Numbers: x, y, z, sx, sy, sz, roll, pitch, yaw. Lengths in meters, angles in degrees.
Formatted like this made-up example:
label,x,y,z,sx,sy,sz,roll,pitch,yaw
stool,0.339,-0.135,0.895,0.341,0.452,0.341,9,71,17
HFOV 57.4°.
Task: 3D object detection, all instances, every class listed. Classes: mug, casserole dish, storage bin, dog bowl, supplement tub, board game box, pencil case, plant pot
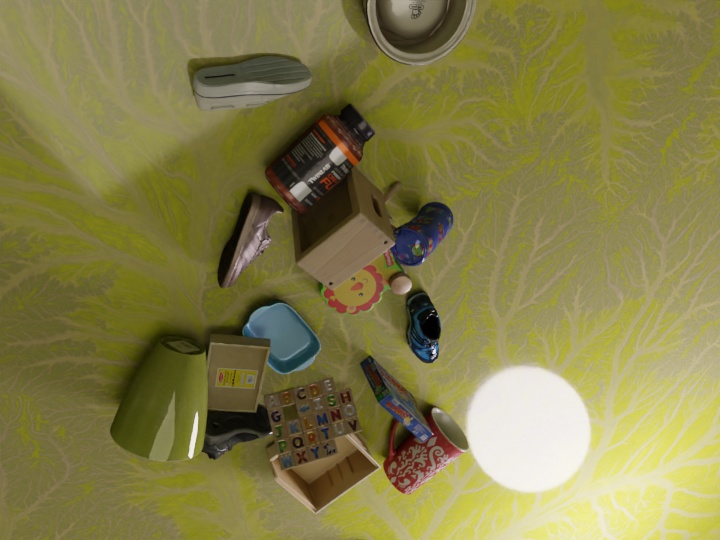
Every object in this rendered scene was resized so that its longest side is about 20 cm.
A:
label,x,y,z,sx,sy,sz,roll,pitch,yaw
mug,0.149,0.452,1.688,0.200,0.178,0.133,-47,162,16
casserole dish,-0.168,0.137,1.395,0.121,0.039,0.200,-34,126,2
storage bin,-0.091,0.454,1.589,0.199,0.094,0.199,-35,127,3
dog bowl,0.092,-0.456,1.105,0.198,0.074,0.202,-11,124,-16
supplement tub,-0.069,-0.205,1.177,0.200,0.107,0.107,-42,126,8
board game box,0.085,0.302,1.539,0.034,0.136,0.200,-38,127,6
pencil case,0.119,-0.074,1.292,0.086,0.200,0.079,3,111,24
plant pot,-0.379,0.240,1.307,0.186,0.187,0.202,12,100,-28

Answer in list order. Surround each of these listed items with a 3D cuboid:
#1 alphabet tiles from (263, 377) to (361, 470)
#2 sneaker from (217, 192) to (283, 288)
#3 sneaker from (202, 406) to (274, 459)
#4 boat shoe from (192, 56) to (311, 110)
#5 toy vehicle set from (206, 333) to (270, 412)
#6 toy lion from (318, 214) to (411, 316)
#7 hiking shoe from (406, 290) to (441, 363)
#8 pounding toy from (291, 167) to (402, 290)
label,x,y,z,sx,sy,sz,roll,pitch,yaw
alphabet tiles,-0.103,0.342,1.492,0.198,0.169,0.008,-13,166,-13
sneaker,-0.208,-0.046,1.244,0.075,0.071,0.201,14,115,-29
sneaker,-0.283,0.363,1.474,0.198,0.077,0.114,-2,145,-40
boat shoe,-0.182,-0.309,1.102,0.198,0.074,0.067,-7,150,-18
toy vehicle set,-0.266,0.220,1.386,0.123,0.027,0.201,7,126,-15
toy lion,0.000,0.000,1.368,0.190,0.069,0.201,-18,125,-1
hiking shoe,0.147,0.147,1.496,0.074,0.087,0.201,-21,126,-8
pounding toy,-0.016,-0.093,1.239,0.184,0.201,0.142,-36,128,21
